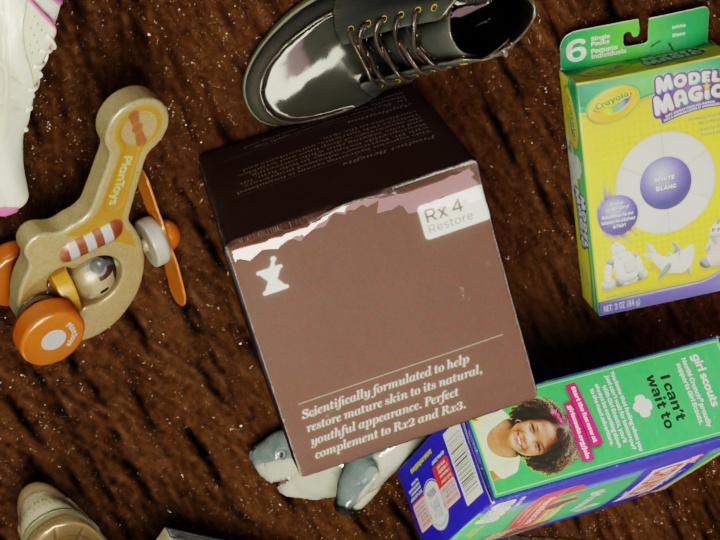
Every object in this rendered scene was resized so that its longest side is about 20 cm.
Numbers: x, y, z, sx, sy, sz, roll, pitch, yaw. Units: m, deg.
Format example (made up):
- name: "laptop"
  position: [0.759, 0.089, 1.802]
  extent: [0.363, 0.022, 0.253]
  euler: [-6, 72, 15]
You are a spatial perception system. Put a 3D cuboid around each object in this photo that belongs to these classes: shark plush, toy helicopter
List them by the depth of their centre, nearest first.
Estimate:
- name: "toy helicopter"
  position: [-0.163, -0.034, 1.288]
  extent: [0.131, 0.079, 0.201]
  euler: [-3, 130, -37]
- name: "shark plush"
  position: [0.015, 0.092, 1.383]
  extent: [0.083, 0.091, 0.200]
  euler: [46, 102, 9]

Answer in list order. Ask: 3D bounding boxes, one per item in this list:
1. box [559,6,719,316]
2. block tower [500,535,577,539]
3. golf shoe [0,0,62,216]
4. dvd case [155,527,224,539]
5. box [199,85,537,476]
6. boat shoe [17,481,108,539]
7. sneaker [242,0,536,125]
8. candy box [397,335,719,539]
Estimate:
- name: "box"
  position: [0.206, -0.077, 1.367]
  extent: [0.116, 0.048, 0.202]
  euler: [-12, 109, -7]
- name: "block tower"
  position: [0.148, 0.236, 1.462]
  extent: [0.198, 0.054, 0.058]
  euler: [8, 108, -14]
- name: "golf shoe"
  position: [-0.229, -0.134, 1.252]
  extent: [0.091, 0.075, 0.202]
  euler: [-14, 114, -11]
- name: "dvd case"
  position: [-0.130, 0.278, 1.406]
  extent: [0.148, 0.016, 0.201]
  euler: [19, 111, -39]
- name: "box"
  position: [0.000, 0.000, 1.273]
  extent: [0.164, 0.200, 0.166]
  euler: [-18, 111, -3]
- name: "boat shoe"
  position: [-0.188, 0.228, 1.391]
  extent: [0.071, 0.065, 0.201]
  euler: [-27, 130, -10]
- name: "sneaker"
  position: [0.015, -0.150, 1.272]
  extent: [0.199, 0.106, 0.075]
  euler: [-30, 112, 1]
- name: "candy box"
  position: [0.145, 0.124, 1.339]
  extent: [0.198, 0.169, 0.078]
  euler: [-15, 74, -18]
